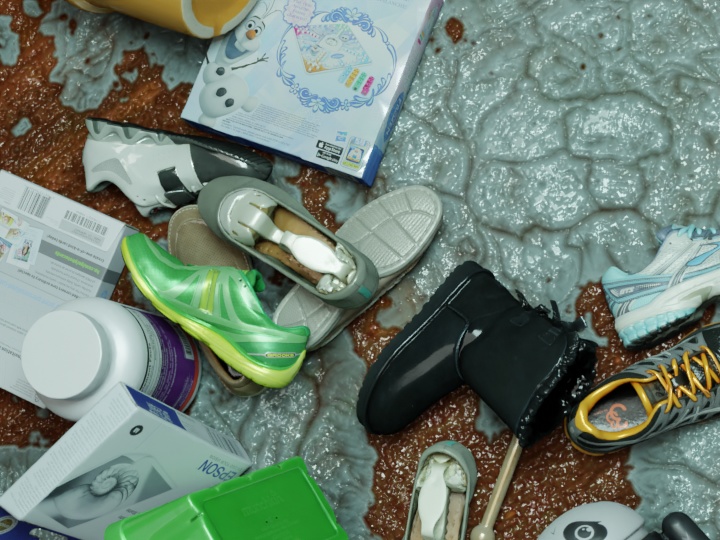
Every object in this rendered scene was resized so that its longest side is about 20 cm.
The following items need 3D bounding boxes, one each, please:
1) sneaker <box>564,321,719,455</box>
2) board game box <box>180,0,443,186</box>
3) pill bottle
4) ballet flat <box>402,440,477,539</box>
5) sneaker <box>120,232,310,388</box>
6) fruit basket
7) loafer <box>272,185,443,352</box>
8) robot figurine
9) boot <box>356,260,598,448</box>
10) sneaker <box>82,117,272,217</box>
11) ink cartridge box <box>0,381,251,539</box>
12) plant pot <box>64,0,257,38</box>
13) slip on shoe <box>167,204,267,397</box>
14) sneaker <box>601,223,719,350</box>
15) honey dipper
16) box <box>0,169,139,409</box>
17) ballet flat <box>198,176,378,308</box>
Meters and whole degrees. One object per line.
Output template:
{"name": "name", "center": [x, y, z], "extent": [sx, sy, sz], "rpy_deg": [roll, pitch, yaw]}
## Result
{"name": "sneaker", "center": [0.269, 0.104, 1.169], "extent": [0.200, 0.077, 0.078], "rpy_deg": [-30, 74, 8]}
{"name": "board game box", "center": [-0.047, -0.206, 1.313], "extent": [0.200, 0.043, 0.199], "rpy_deg": [20, 86, 17]}
{"name": "pill bottle", "center": [-0.230, 0.086, 1.240], "extent": [0.112, 0.200, 0.113], "rpy_deg": [-2, 81, 15]}
{"name": "ballet flat", "center": [0.061, 0.251, 1.209], "extent": [0.067, 0.064, 0.200], "rpy_deg": [7, 84, 16]}
{"name": "sneaker", "center": [-0.131, 0.025, 1.231], "extent": [0.200, 0.074, 0.084], "rpy_deg": [36, 88, 5]}
{"name": "fruit basket", "center": [-0.133, 0.276, 1.199], "extent": [0.215, 0.216, 0.156], "rpy_deg": [-35, 75, 8]}
{"name": "loafer", "center": [0.000, 0.000, 1.268], "extent": [0.200, 0.063, 0.072], "rpy_deg": [-44, 69, 2]}
{"name": "robot figurine", "center": [0.227, 0.289, 1.126], "extent": [0.150, 0.125, 0.200], "rpy_deg": [-29, 72, -31]}
{"name": "boot", "center": [0.104, 0.098, 1.188], "extent": [0.198, 0.073, 0.162], "rpy_deg": [-52, 50, 1]}
{"name": "sneaker", "center": [-0.181, -0.093, 1.327], "extent": [0.200, 0.074, 0.089], "rpy_deg": [11, 97, 19]}
{"name": "ink cartridge box", "center": [-0.225, 0.205, 1.224], "extent": [0.200, 0.200, 0.041], "rpy_deg": [-42, 56, 6]}
{"name": "plant pot", "center": [-0.190, -0.316, 1.280], "extent": [0.183, 0.200, 0.200], "rpy_deg": [34, 92, 22]}
{"name": "slip on shoe", "center": [-0.139, 0.026, 1.297], "extent": [0.076, 0.061, 0.200], "rpy_deg": [-20, 77, 11]}
{"name": "sneaker", "center": [0.302, -0.012, 1.178], "extent": [0.200, 0.078, 0.086], "rpy_deg": [-30, 72, 9]}
{"name": "honey dipper", "center": [0.141, 0.156, 1.216], "extent": [0.038, 0.038, 0.200], "rpy_deg": [21, 88, 17]}
{"name": "box", "center": [-0.332, 0.019, 1.361], "extent": [0.156, 0.041, 0.200], "rpy_deg": [22, 87, 17]}
{"name": "ballet flat", "center": [-0.071, -0.034, 1.219], "extent": [0.200, 0.064, 0.067], "rpy_deg": [32, 88, 19]}
